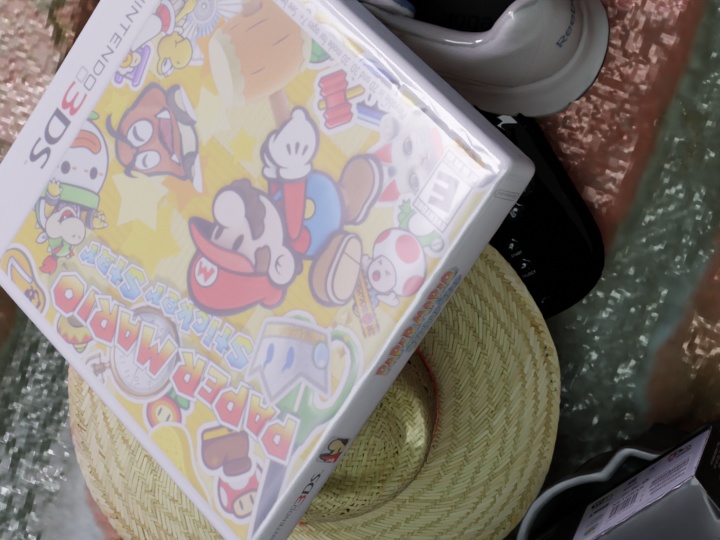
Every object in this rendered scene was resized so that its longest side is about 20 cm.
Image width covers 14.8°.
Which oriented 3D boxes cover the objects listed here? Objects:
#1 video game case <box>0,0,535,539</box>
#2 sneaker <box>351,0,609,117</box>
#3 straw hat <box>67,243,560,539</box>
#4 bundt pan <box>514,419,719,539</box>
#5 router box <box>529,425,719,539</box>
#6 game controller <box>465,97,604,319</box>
[{"bbox_3d":[-0.050,-0.025,1.035,0.200,0.023,0.182,45,111,31],"label":"video game case"},{"bbox_3d":[-0.007,-0.107,1.072,0.200,0.087,0.075,1,76,17],"label":"sneaker"},{"bbox_3d":[-0.018,0.057,1.080,0.201,0.085,0.201,0,101,-1],"label":"straw hat"},{"bbox_3d":[0.151,0.149,1.137,0.202,0.076,0.202,5,110,14],"label":"bundt pan"},{"bbox_3d":[0.104,0.179,1.091,0.200,0.052,0.157,-35,97,24],"label":"router box"},{"bbox_3d":[0.000,0.000,1.146,0.200,0.042,0.104,-25,101,23],"label":"game controller"}]
